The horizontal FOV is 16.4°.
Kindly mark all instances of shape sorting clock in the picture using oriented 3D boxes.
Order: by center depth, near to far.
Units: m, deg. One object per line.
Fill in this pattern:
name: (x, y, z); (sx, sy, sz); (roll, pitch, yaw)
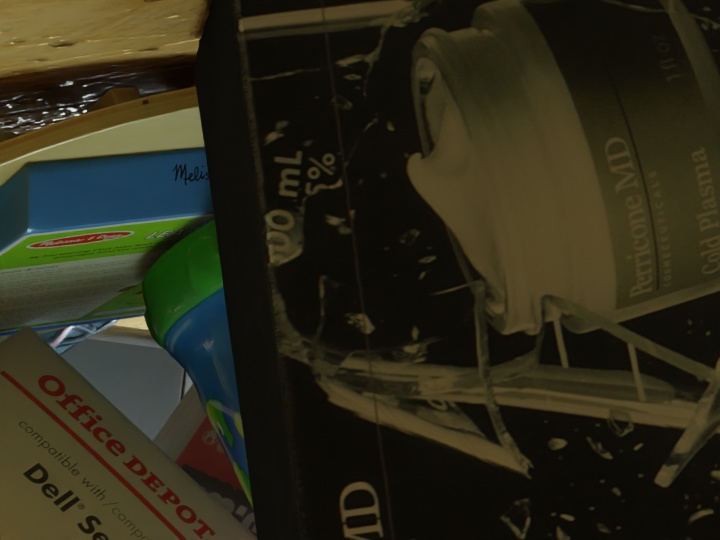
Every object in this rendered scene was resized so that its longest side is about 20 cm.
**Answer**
shape sorting clock: (-0.078, -0.017, 0.769); (0.199, 0.039, 0.200); (-15, 170, -3)

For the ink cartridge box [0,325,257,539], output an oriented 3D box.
ink cartridge box: (-0.110, 0.096, 0.763); (0.200, 0.117, 0.067); (-37, 163, -46)

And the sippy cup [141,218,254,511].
sippy cup: (0.016, 0.044, 0.755); (0.139, 0.131, 0.178); (-23, 166, 13)

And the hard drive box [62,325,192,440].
hard drive box: (-0.150, 0.060, 1.167); (0.199, 0.077, 0.156); (7, 179, 15)

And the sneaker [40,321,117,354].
sneaker: (-0.167, 0.028, 1.036); (0.095, 0.080, 0.200); (-7, 176, -38)

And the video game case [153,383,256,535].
video game case: (-0.051, 0.141, 0.972); (0.143, 0.200, 0.017); (28, -165, -27)

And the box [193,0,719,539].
box: (0.070, 0.021, 0.605); (0.196, 0.201, 0.124); (-8, 173, -7)
